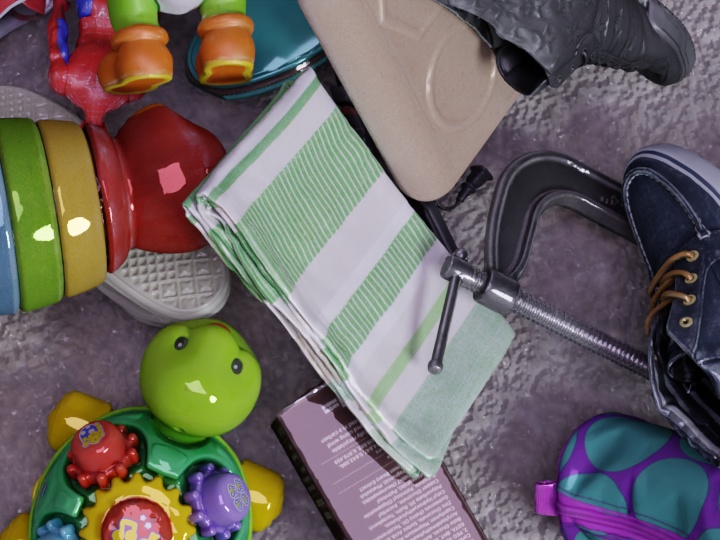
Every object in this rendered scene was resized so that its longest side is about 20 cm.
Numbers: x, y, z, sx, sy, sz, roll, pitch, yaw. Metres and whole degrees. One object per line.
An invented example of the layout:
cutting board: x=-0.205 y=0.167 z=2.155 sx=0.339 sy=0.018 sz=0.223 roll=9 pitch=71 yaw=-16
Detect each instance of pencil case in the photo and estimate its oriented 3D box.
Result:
pencil case: x=0.198 y=0.142 z=1.361 sx=0.092 sy=0.199 sz=0.086 roll=-21 pitch=116 yaw=-36

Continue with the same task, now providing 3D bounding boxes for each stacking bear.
stacking bear: x=-0.167 y=-0.038 z=1.338 sx=0.199 sy=0.122 sz=0.114 roll=-10 pitch=75 yaw=-11

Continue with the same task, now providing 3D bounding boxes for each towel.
towel: x=0.000 y=0.000 z=1.346 sx=0.200 sy=0.023 sz=0.153 roll=51 pitch=39 yaw=-13

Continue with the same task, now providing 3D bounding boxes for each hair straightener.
hair straightener: x=0.036 y=-0.053 z=1.452 sx=0.077 sy=0.041 sz=0.201 roll=-17 pitch=80 yaw=-18

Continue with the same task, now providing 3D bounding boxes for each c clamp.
c clamp: x=0.133 y=0.018 z=1.415 sx=0.199 sy=0.027 sz=0.172 roll=21 pitch=57 yaw=-19

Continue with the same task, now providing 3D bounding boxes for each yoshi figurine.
yoshi figurine: x=-0.116 y=-0.201 z=1.387 sx=0.111 sy=0.112 sz=0.201 roll=-10 pitch=85 yaw=29

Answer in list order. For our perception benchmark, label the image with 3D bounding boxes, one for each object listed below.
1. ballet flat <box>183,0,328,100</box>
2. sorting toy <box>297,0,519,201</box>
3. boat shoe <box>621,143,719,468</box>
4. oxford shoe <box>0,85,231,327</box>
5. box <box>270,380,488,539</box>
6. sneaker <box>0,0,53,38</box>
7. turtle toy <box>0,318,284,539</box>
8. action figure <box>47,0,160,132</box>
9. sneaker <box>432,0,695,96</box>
ballet flat: x=-0.014 y=-0.162 z=1.436 sx=0.200 sy=0.070 sz=0.067 roll=-40 pitch=77 yaw=1
sorting toy: x=0.056 y=-0.167 z=1.396 sx=0.036 sy=0.185 sz=0.200 roll=23 pitch=65 yaw=40
boat shoe: x=0.186 y=0.016 z=1.370 sx=0.091 sy=0.071 sz=0.201 roll=-15 pitch=61 yaw=-35
oxford shoe: x=-0.156 y=-0.032 z=1.420 sx=0.200 sy=0.058 sz=0.075 roll=38 pitch=75 yaw=14
box: x=0.027 y=0.152 z=1.391 sx=0.075 sy=0.100 sz=0.201 roll=-31 pitch=86 yaw=-7
sneaker: x=-0.203 y=-0.220 z=1.428 sx=0.112 sy=0.071 sz=0.201 roll=32 pitch=89 yaw=3
turtle toy: x=-0.115 y=0.122 z=1.375 sx=0.145 sy=0.101 sz=0.201 roll=21 pitch=87 yaw=-2
action figure: x=-0.146 y=-0.157 z=1.425 sx=0.065 sy=0.052 sz=0.201 roll=8 pitch=67 yaw=-9
sneaker: x=0.115 y=-0.139 z=1.403 sx=0.060 sy=0.200 sz=0.104 roll=26 pitch=76 yaw=43
